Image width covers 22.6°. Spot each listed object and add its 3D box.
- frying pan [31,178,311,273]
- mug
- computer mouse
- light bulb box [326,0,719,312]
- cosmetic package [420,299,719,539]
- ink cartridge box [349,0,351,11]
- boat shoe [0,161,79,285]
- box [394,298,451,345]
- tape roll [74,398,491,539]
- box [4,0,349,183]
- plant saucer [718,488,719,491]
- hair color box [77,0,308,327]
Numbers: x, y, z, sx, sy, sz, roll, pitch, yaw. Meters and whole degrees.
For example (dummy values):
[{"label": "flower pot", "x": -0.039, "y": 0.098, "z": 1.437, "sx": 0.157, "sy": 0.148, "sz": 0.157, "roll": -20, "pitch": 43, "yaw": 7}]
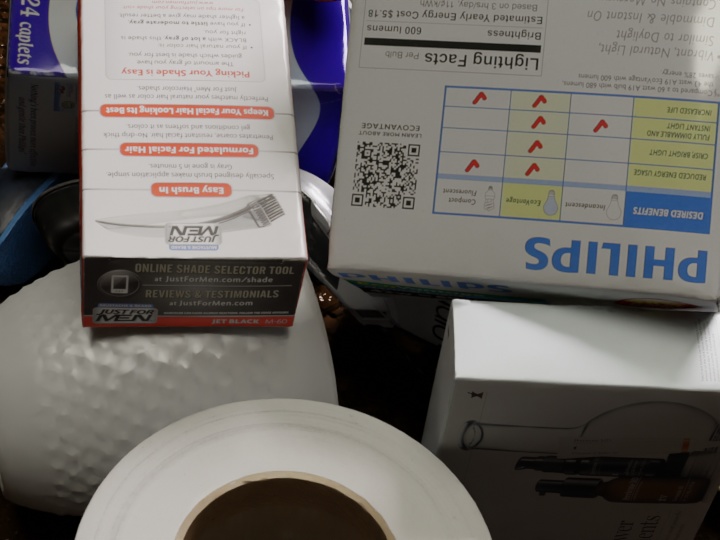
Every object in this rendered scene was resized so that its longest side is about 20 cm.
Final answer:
[{"label": "frying pan", "x": -0.114, "y": -0.010, "z": 1.088, "sx": 0.114, "sy": 0.190, "sz": 0.031, "roll": -16, "pitch": 60, "yaw": 34}, {"label": "mug", "x": -0.124, "y": 0.050, "z": 0.995, "sx": 0.174, "sy": 0.149, "sz": 0.200, "roll": -13, "pitch": 22, "yaw": -15}, {"label": "computer mouse", "x": 0.000, "y": 0.000, "z": 1.036, "sx": 0.044, "sy": 0.110, "sz": 0.200, "roll": -44, "pitch": 83, "yaw": 0}, {"label": "light bulb box", "x": 0.095, "y": -0.083, "z": 0.922, "sx": 0.196, "sy": 0.125, "sz": 0.202, "roll": 5, "pitch": 83, "yaw": 12}, {"label": "cosmetic package", "x": 0.108, "y": 0.094, "z": 0.928, "sx": 0.149, "sy": 0.201, "sz": 0.052, "roll": 4, "pitch": 53, "yaw": -2}, {"label": "ink cartridge box", "x": 0.002, "y": -0.174, "z": 1.225, "sx": 0.200, "sy": 0.086, "sz": 0.146, "roll": 38, "pitch": 65, "yaw": 24}, {"label": "boat shoe", "x": -0.188, "y": -0.076, "z": 1.129, "sx": 0.068, "sy": 0.085, "sz": 0.200, "roll": 20, "pitch": 43, "yaw": 26}, {"label": "box", "x": 0.091, "y": 0.004, "z": 1.046, "sx": 0.199, "sy": 0.145, "sz": 0.036, "roll": 25, "pitch": 49, "yaw": 16}, {"label": "tape roll", "x": -0.039, "y": 0.182, "z": 0.874, "sx": 0.201, "sy": 0.140, "sz": 0.204, "roll": 4, "pitch": 47, "yaw": -4}, {"label": "box", "x": -0.111, "y": -0.158, "z": 1.088, "sx": 0.198, "sy": 0.105, "sz": 0.185, "roll": 2, "pitch": 59, "yaw": -10}, {"label": "plant saucer", "x": 0.286, "y": 0.083, "z": 1.042, "sx": 0.199, "sy": 0.048, "sz": 0.200, "roll": 31, "pitch": 63, "yaw": 16}, {"label": "hair color box", "x": -0.091, "y": -0.070, "z": 0.934, "sx": 0.110, "sy": 0.064, "sz": 0.201, "roll": 1, "pitch": 54, "yaw": -9}]
